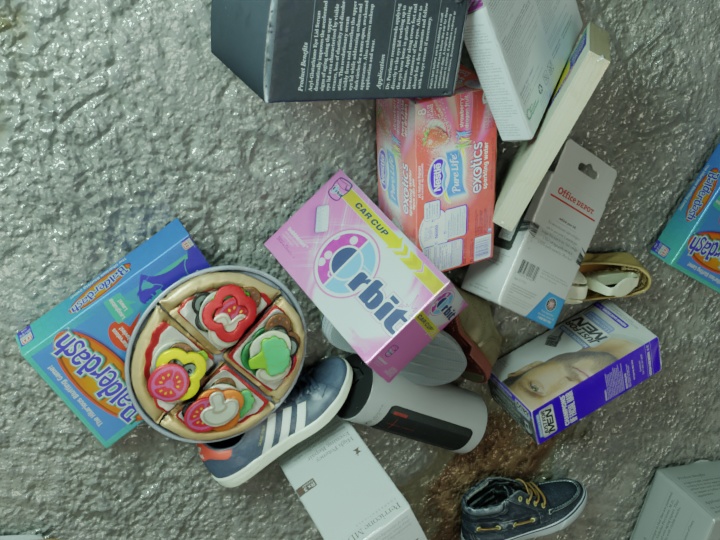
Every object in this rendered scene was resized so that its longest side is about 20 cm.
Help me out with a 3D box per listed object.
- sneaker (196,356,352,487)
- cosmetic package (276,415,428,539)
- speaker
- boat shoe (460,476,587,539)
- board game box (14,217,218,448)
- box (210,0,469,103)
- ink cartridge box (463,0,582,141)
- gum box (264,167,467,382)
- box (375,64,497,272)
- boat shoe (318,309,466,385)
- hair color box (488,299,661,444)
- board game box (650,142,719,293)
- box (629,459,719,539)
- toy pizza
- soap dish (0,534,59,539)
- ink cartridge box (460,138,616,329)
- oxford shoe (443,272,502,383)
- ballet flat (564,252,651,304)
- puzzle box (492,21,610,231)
[{"bbox_3d":[-0.099,0.153,1.192,0.199,0.075,0.085,-40,121,-10],"label":"sneaker"},{"bbox_3d":[-0.017,0.253,1.211,0.101,0.200,0.075,-34,128,-9],"label":"cosmetic package"},{"bbox_3d":[0.059,0.161,1.283,0.198,0.081,0.082,23,104,-37],"label":"speaker"},{"bbox_3d":[0.229,0.320,1.472,0.198,0.071,0.092,-20,128,-17],"label":"boat shoe"},{"bbox_3d":[-0.225,0.066,1.087,0.199,0.045,0.153,-37,128,-7],"label":"board game box"},{"bbox_3d":[-0.022,-0.229,0.975,0.197,0.148,0.106,-6,120,-25],"label":"box"},{"bbox_3d":[0.156,-0.269,1.058,0.198,0.043,0.201,-61,137,-36],"label":"ink cartridge box"},{"bbox_3d":[0.000,0.000,1.088,0.113,0.200,0.066,-44,149,1],"label":"gum box"},{"bbox_3d":[0.079,-0.108,1.133,0.101,0.095,0.203,-16,123,-21],"label":"box"},{"bbox_3d":[0.039,0.072,1.220,0.198,0.062,0.072,25,112,-31],"label":"boat shoe"},{"bbox_3d":[0.274,0.126,1.366,0.198,0.109,0.065,-29,127,-13],"label":"hair color box"},{"bbox_3d":[0.494,-0.077,1.411,0.151,0.045,0.202,21,105,-36],"label":"board game box"},{"bbox_3d":[0.546,0.418,1.672,0.196,0.131,0.203,-1,117,-29],"label":"box"},{"bbox_3d":[-0.143,0.092,1.092,0.197,0.032,0.203,-11,117,-23],"label":"toy pizza"},{"bbox_3d":[-0.423,0.362,1.115,0.197,0.081,0.160,5,114,-30],"label":"soap dish"},{"bbox_3d":[0.210,-0.048,1.241,0.115,0.067,0.203,23,91,-43],"label":"ink cartridge box"},{"bbox_3d":[0.110,0.044,1.268,0.075,0.070,0.201,-54,132,-28],"label":"oxford shoe"},{"bbox_3d":[0.283,0.011,1.337,0.197,0.063,0.070,-8,120,-26],"label":"ballet flat"},{"bbox_3d":[0.198,-0.150,1.102,0.025,0.133,0.202,27,118,-1],"label":"puzzle box"}]
